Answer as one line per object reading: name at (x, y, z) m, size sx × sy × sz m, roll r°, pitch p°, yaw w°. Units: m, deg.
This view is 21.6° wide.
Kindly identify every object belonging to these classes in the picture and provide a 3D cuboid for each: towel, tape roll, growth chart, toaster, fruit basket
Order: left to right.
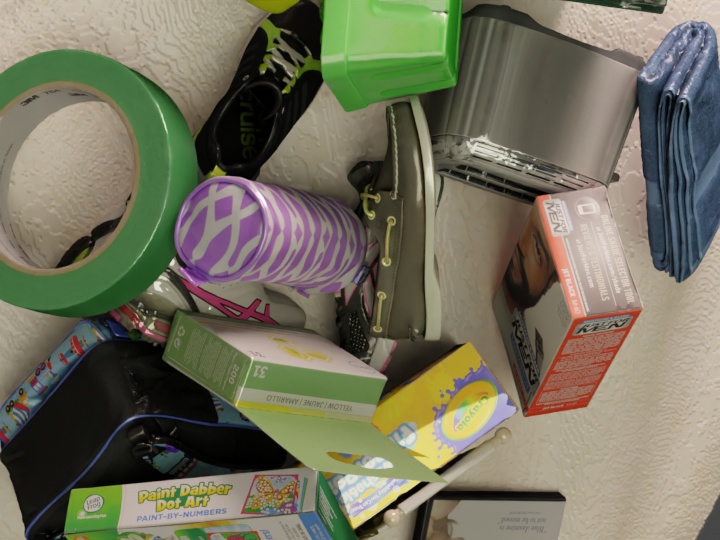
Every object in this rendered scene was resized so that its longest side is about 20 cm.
tape roll at (-0.222, -0.066, 1.440) m, size 0.199 × 0.048 × 0.202 m, roll -4°, pitch 80°, yaw 21°
fruit basket at (-0.024, -0.233, 1.433) m, size 0.214 × 0.156 × 0.217 m, roll -1°, pitch 82°, yaw 8°
growth chart at (0.046, 0.185, 1.570) m, size 0.144 × 0.200 × 0.018 m, roll -35°, pitch 87°, yaw -24°
toaster at (0.128, -0.130, 1.523) m, size 0.199 × 0.114 × 0.130 m, roll 18°, pitch 81°, yaw -21°
towel at (0.272, -0.099, 1.568) m, size 0.048 × 0.112 × 0.201 m, roll 11°, pitch 133°, yaw 27°

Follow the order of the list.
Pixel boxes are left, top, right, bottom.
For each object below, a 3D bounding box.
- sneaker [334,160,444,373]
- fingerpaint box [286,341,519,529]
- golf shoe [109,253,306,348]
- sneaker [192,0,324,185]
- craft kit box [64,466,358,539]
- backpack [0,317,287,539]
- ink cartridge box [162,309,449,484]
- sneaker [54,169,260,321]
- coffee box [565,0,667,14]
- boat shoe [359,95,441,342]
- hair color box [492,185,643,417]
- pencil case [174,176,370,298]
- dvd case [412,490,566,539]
sneaker at (0.000, 0.000, 1.575) m, size 0.086 × 0.080 × 0.201 m, roll 16°, pitch 94°, yaw -6°
fingerpaint box at (0.025, 0.143, 1.559) m, size 0.200 × 0.167 × 0.073 m, roll -36°, pitch 88°, yaw -1°
golf shoe at (-0.105, 0.019, 1.508) m, size 0.200 × 0.073 × 0.092 m, roll 12°, pitch 112°, yaw -52°
sneaker at (-0.068, -0.135, 1.472) m, size 0.072 × 0.083 × 0.201 m, roll 33°, pitch 67°, yaw -14°
craft kit box at (-0.098, 0.225, 1.445) m, size 0.196 × 0.049 × 0.200 m, roll -9°, pitch 141°, yaw 12°
backpack at (-0.167, 0.138, 1.524) m, size 0.199 × 0.135 × 0.183 m, roll 10°, pitch 132°, yaw -45°
ink cartridge box at (-0.037, 0.093, 1.418) m, size 0.145 × 0.200 × 0.048 m, roll 11°, pitch 102°, yaw -43°
sneaker at (-0.157, -0.026, 1.531) m, size 0.200 × 0.074 × 0.081 m, roll -40°, pitch 130°, yaw 0°
coffee box at (0.148, -0.236, 1.468) m, size 0.122 × 0.200 × 0.044 m, roll 6°, pitch 102°, yaw -14°
boat shoe at (0.030, -0.037, 1.485) m, size 0.060 × 0.072 × 0.203 m, roll -3°, pitch 113°, yaw 1°
hair color box at (0.164, 0.029, 1.538) m, size 0.064 × 0.200 × 0.111 m, roll -8°, pitch 64°, yaw -12°
pencil case at (-0.067, -0.023, 1.457) m, size 0.084 × 0.200 × 0.086 m, roll 44°, pitch 103°, yaw 22°
dvd case at (0.102, 0.293, 1.695) m, size 0.142 × 0.018 × 0.201 m, roll 3°, pitch 105°, yaw -25°
